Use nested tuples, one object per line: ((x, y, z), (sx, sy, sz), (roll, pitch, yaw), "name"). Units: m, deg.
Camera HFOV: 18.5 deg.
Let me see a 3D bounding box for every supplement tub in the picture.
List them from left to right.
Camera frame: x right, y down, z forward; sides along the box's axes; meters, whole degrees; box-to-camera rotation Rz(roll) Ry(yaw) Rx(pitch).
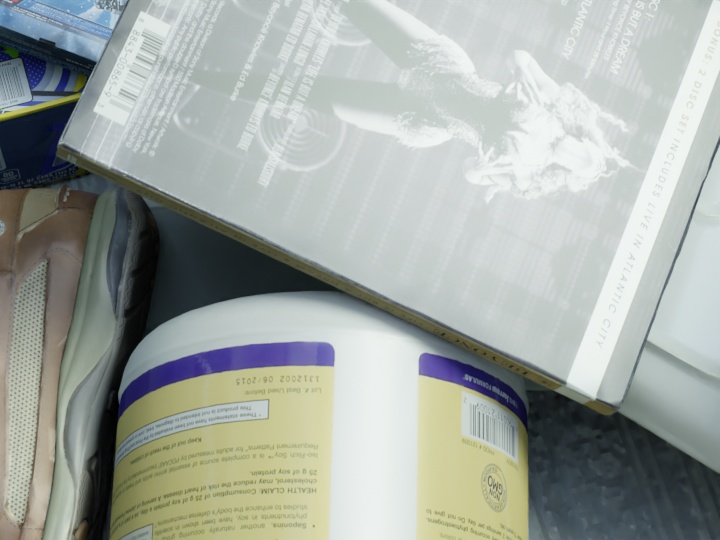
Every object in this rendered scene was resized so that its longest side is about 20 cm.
((-0.015, 0.123, 0.737), (0.144, 0.146, 0.201), (2, 67, 0), "supplement tub")

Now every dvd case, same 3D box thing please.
((0.021, -0.061, 0.725), (0.199, 0.016, 0.150), (25, 72, -5), "dvd case")

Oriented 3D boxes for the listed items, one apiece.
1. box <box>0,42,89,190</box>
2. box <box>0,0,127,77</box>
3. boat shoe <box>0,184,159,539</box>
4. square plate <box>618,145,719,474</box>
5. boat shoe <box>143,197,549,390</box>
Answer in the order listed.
((-0.060, -0.094, 0.869), (0.199, 0.070, 0.065), (-15, 69, -7), "box")
((-0.080, -0.171, 0.819), (0.136, 0.040, 0.201), (21, 82, 3), "box")
((-0.125, 0.065, 0.790), (0.071, 0.076, 0.202), (11, 77, 1), "boat shoe")
((0.119, -0.048, 0.770), (0.197, 0.028, 0.201), (30, 81, 18), "square plate")
((0.000, 0.000, 0.839), (0.198, 0.071, 0.064), (10, 34, 12), "boat shoe")
